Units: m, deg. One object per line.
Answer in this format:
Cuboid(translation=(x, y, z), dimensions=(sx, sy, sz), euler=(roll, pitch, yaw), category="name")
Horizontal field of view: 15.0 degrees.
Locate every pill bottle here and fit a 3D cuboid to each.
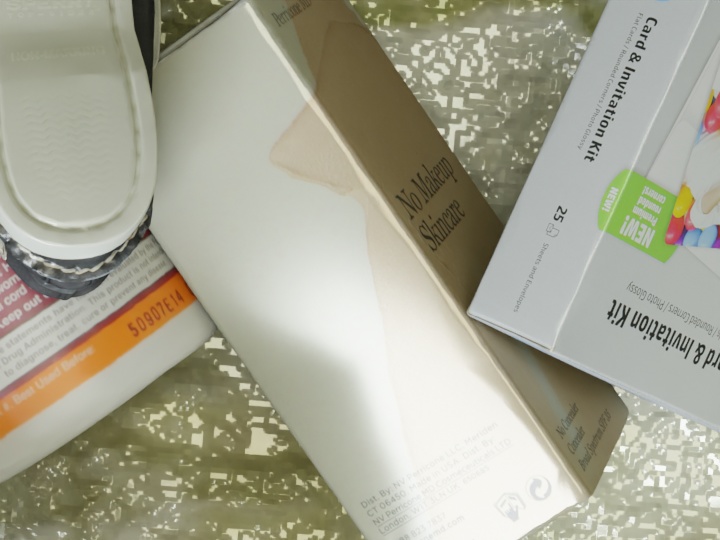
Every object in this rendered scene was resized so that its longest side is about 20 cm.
Cuboid(translation=(-0.146, -0.034, 0.922), dimensions=(0.114, 0.114, 0.200), euler=(-33, 94, -2), category="pill bottle")

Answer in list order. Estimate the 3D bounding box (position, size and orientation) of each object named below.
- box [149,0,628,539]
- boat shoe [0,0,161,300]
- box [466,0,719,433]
Cuboid(translation=(0.000, 0.000, 0.932), dimensions=(0.078, 0.095, 0.200), euler=(-32, 97, 21), category="box")
Cuboid(translation=(-0.095, -0.089, 0.870), dimensions=(0.074, 0.060, 0.200), euler=(-3, 69, -13), category="boat shoe")
Cuboid(translation=(0.128, -0.052, 0.927), dimensions=(0.041, 0.156, 0.200), euler=(26, 90, 36), category="box")
